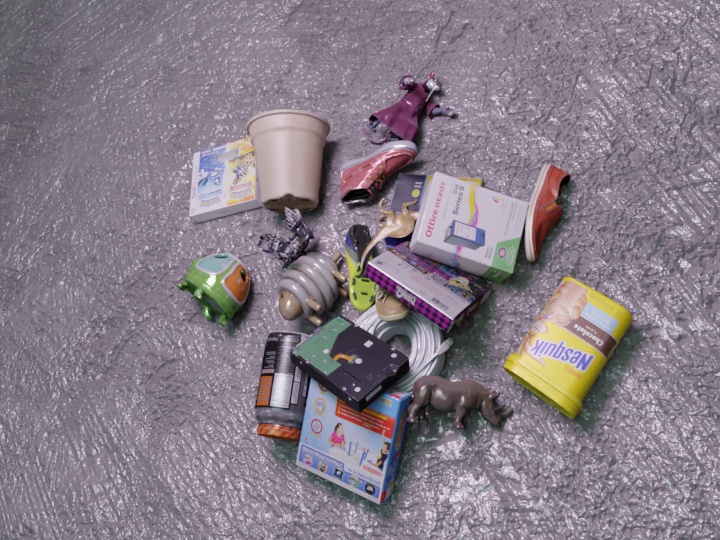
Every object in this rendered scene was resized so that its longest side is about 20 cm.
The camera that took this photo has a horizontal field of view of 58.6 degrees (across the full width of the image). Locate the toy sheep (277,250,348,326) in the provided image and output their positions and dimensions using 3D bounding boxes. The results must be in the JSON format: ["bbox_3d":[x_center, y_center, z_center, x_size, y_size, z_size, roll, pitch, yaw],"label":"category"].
[{"bbox_3d":[-0.101,0.031,1.362,0.136,0.140,0.200,25,52,29],"label":"toy sheep"}]

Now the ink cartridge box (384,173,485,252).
[{"bbox_3d":[0.147,-0.101,1.348,0.192,0.047,0.205,8,72,26],"label":"ink cartridge box"}]

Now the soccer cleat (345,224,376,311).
[{"bbox_3d":[0.001,0.000,1.354,0.063,0.084,0.205,2,59,-10],"label":"soccer cleat"}]

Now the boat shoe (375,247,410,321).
[{"bbox_3d":[0.062,0.027,1.265,0.071,0.065,0.202,-9,29,12],"label":"boat shoe"}]

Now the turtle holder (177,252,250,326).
[{"bbox_3d":[-0.329,0.033,1.472,0.133,0.141,0.184,-51,18,-20],"label":"turtle holder"}]

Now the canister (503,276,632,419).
[{"bbox_3d":[0.367,0.132,1.134,0.147,0.087,0.202,32,84,30],"label":"canister"}]

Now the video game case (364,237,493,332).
[{"bbox_3d":[0.132,0.019,1.226,0.198,0.180,0.037,33,125,21],"label":"video game case"}]

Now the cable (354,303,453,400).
[{"bbox_3d":[0.071,0.156,1.267,0.199,0.069,0.202,38,89,32],"label":"cable"}]

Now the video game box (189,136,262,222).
[{"bbox_3d":[-0.336,-0.230,1.615,0.195,0.047,0.188,-12,68,20],"label":"video game box"}]

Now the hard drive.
[{"bbox_3d":[-0.022,0.168,1.200,0.138,0.039,0.198,-34,44,-32],"label":"hard drive"}]

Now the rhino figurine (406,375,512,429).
[{"bbox_3d":[0.183,0.243,1.170,0.193,0.060,0.090,7,78,1],"label":"rhino figurine"}]

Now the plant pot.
[{"bbox_3d":[-0.163,-0.238,1.470,0.195,0.200,0.190,-7,78,21],"label":"plant pot"}]

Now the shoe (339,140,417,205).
[{"bbox_3d":[0.038,-0.210,1.415,0.196,0.071,0.093,-16,56,28],"label":"shoe"}]

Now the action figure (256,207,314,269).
[{"bbox_3d":[-0.155,-0.072,1.376,0.102,0.200,0.119,42,84,1],"label":"action figure"}]

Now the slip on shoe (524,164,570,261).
[{"bbox_3d":[0.360,-0.112,1.243,0.060,0.074,0.205,13,71,24],"label":"slip on shoe"}]

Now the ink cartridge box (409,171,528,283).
[{"bbox_3d":[0.208,-0.082,1.241,0.195,0.088,0.149,18,76,0],"label":"ink cartridge box"}]

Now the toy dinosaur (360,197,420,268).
[{"bbox_3d":[0.064,-0.095,1.315,0.196,0.059,0.102,-29,46,0],"label":"toy dinosaur"}]

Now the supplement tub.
[{"bbox_3d":[-0.148,0.236,1.302,0.119,0.122,0.206,0,70,23],"label":"supplement tub"}]

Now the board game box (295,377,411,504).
[{"bbox_3d":[-0.016,0.303,1.215,0.196,0.055,0.202,16,99,28],"label":"board game box"}]

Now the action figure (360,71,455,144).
[{"bbox_3d":[0.116,-0.363,1.453,0.201,0.134,0.148,-51,16,-16],"label":"action figure"}]
